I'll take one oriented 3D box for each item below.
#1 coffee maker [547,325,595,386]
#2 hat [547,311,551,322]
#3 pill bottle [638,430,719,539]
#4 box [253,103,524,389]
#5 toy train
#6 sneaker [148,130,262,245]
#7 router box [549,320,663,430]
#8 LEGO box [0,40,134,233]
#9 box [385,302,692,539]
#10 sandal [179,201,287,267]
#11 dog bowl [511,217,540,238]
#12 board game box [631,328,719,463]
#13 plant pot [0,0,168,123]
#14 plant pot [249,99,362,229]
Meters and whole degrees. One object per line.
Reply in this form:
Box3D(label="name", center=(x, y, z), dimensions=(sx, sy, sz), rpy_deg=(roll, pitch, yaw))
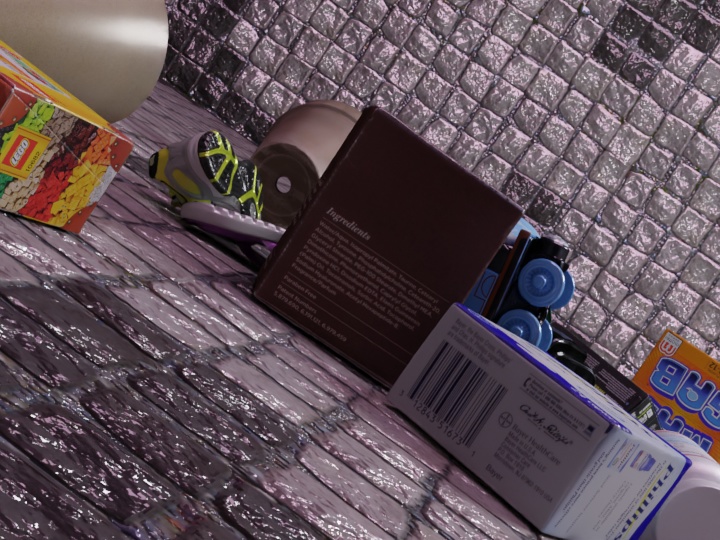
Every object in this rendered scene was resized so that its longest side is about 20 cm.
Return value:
Box3D(label="coffee maker", center=(0.138, 0.091, 1.506), dimensions=(0.191, 0.136, 0.200), rpy_deg=(-1, 26, -39))
Box3D(label="hat", center=(0.151, 0.080, 1.949), dimensions=(0.198, 0.168, 0.175), rpy_deg=(5, 18, 36))
Box3D(label="pill bottle", center=(0.305, 0.224, 1.287), dimensions=(0.108, 0.109, 0.200), rpy_deg=(34, 5, 0))
Box3D(label="box", center=(0.021, -0.025, 1.242), dimensions=(0.163, 0.201, 0.166), rpy_deg=(34, 5, -5))
Box3D(label="toy train", center=(0.131, 0.049, 1.323), dimensions=(0.113, 0.202, 0.087), rpy_deg=(25, 4, 19))
Box3D(label="sneaker", center=(-0.154, -0.085, 1.393), dimensions=(0.076, 0.076, 0.200), rpy_deg=(-5, -26, 14))
Box3D(label="router box", center=(0.283, 0.169, 1.602), dimensions=(0.200, 0.062, 0.151), rpy_deg=(42, -16, 53))
Box3D(label="LEGO box", center=(-0.272, -0.121, 0.899), dimensions=(0.199, 0.078, 0.149), rpy_deg=(37, 5, 22))
Box3D(label="box", center=(0.154, 0.136, 1.135), dimensions=(0.184, 0.105, 0.200), rpy_deg=(38, 5, 34))
Box3D(label="sandal", center=(-0.092, -0.018, 1.357), dimensions=(0.201, 0.050, 0.082), rpy_deg=(20, -6, -18))
Box3D(label="dog bowl", center=(0.104, 0.024, 1.398), dimensions=(0.112, 0.199, 0.050), rpy_deg=(51, 12, -13))
Box3D(label="board game box", center=(0.551, 0.250, 2.184), dimensions=(0.199, 0.201, 0.199), rpy_deg=(38, 6, 37))
Box3D(label="plant pot", center=(-0.321, -0.241, 1.318), dimensions=(0.187, 0.189, 0.199), rpy_deg=(36, 19, 22))
Box3D(label="plant pot", center=(-0.076, -0.132, 1.876), dimensions=(0.199, 0.201, 0.173), rpy_deg=(35, 20, 12))
